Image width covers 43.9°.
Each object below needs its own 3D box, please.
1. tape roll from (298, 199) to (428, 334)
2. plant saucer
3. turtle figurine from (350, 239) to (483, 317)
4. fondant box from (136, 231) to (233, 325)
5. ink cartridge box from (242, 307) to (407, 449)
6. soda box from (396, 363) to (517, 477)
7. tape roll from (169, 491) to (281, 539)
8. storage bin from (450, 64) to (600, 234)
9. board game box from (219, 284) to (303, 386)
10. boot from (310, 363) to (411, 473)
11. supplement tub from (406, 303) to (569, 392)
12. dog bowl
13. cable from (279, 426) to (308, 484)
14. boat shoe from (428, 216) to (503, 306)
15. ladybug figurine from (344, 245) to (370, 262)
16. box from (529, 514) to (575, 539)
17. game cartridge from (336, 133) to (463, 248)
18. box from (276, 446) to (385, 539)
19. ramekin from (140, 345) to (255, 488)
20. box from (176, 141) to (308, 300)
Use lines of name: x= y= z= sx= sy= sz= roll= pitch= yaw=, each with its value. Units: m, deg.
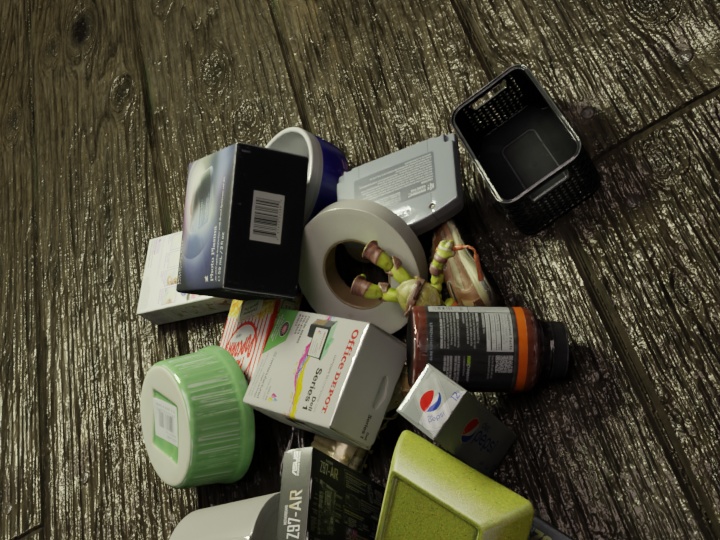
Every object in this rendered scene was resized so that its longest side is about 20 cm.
tape roll: x=0.000 y=0.000 z=1.267 sx=0.199 sy=0.207 sz=0.037 roll=-8 pitch=22 yaw=30
plant saucer: x=0.084 y=0.315 z=1.013 sx=0.198 sy=0.047 sz=0.205 roll=23 pitch=107 yaw=42
turtle figurine: x=0.067 y=0.038 z=1.190 sx=0.159 sy=0.203 sz=0.064 roll=24 pitch=34 yaw=14
fondant box: x=-0.282 y=0.003 z=1.528 sx=0.196 sy=0.058 sz=0.147 roll=-13 pitch=59 yaw=29
ink cartridge box: x=-0.050 y=0.140 z=1.203 sx=0.198 sy=0.083 sz=0.147 roll=5 pitch=68 yaw=49
soda box: x=0.120 y=0.184 z=1.070 sx=0.063 sy=0.200 sz=0.069 roll=32 pitch=84 yaw=36
tape roll: x=-0.137 y=0.394 z=1.129 sx=0.137 sy=0.202 sz=0.207 roll=-16 pitch=57 yaw=24
storage bin: x=0.230 y=-0.171 z=1.260 sx=0.134 sy=0.094 sz=0.202 roll=-34 pitch=51 yaw=13
board game box: x=-0.162 y=0.110 z=1.367 sx=0.150 sy=0.046 sz=0.204 roll=-16 pitch=54 yaw=52
boot: x=0.027 y=0.202 z=1.206 sx=0.197 sy=0.073 sz=0.158 roll=11 pitch=72 yaw=39
supplement tub: x=0.157 y=0.099 z=1.119 sx=0.195 sy=0.108 sz=0.109 roll=2 pitch=61 yaw=-1
dog bowl: x=-0.106 y=-0.119 z=1.422 sx=0.199 sy=0.078 sz=0.204 roll=-28 pitch=53 yaw=45
cable: x=-0.085 y=0.216 z=1.304 sx=0.095 sy=0.050 sz=0.204 roll=-20 pitch=66 yaw=16
boat shoe: x=0.128 y=-0.015 z=1.257 sx=0.073 sy=0.075 sz=0.202 roll=-35 pitch=50 yaw=16
ladybug figurine: x=0.042 y=-0.105 z=1.362 sx=0.201 sy=0.072 sz=0.135 roll=-50 pitch=49 yaw=0
box: x=0.170 y=0.357 z=1.042 sx=0.198 sy=0.051 sz=0.160 roll=25 pitch=82 yaw=40
game cartridge: x=0.055 y=-0.107 z=1.283 sx=0.197 sy=0.040 sz=0.136 roll=-18 pitch=54 yaw=27
box: x=-0.031 y=0.324 z=1.096 sx=0.043 sy=0.200 sz=0.164 roll=-11 pitch=60 yaw=26
ramekin: x=-0.243 y=0.217 z=1.298 sx=0.198 sy=0.096 sz=0.205 roll=10 pitch=102 yaw=52
box: x=-0.177 y=-0.062 z=1.305 sx=0.197 sy=0.121 sz=0.205 roll=-6 pitch=78 yaw=60
